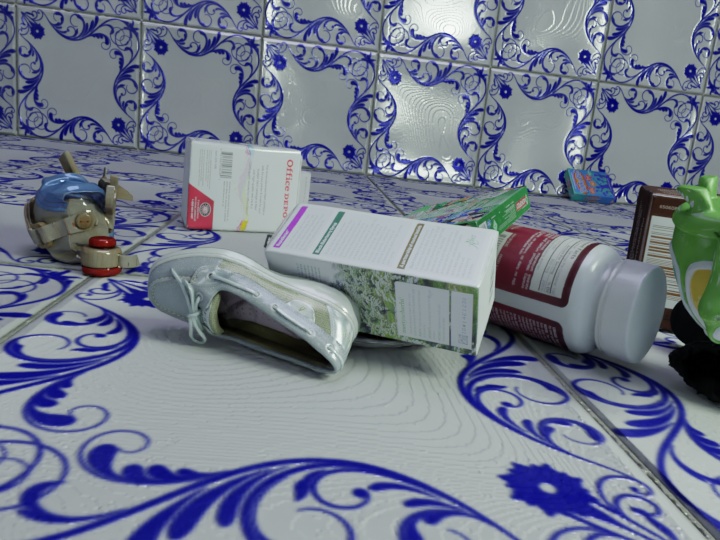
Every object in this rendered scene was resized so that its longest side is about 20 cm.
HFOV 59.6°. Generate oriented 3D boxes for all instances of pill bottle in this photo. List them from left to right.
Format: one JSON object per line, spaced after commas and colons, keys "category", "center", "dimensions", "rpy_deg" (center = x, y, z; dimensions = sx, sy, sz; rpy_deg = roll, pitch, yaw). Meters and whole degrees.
{"category": "pill bottle", "center": [0.212, 0.020, 0.676], "dimensions": [0.112, 0.118, 0.197], "rpy_deg": [-6, 18, -44]}

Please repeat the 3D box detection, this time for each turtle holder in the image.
{"category": "turtle holder", "center": [0.338, -0.003, 0.530], "dimensions": [0.137, 0.136, 0.186], "rpy_deg": [1, 16, 12]}

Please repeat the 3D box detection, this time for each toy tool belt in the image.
{"category": "toy tool belt", "center": [-0.347, -0.077, 0.784], "dimensions": [0.123, 0.127, 0.198], "rpy_deg": [-4, 17, -39]}

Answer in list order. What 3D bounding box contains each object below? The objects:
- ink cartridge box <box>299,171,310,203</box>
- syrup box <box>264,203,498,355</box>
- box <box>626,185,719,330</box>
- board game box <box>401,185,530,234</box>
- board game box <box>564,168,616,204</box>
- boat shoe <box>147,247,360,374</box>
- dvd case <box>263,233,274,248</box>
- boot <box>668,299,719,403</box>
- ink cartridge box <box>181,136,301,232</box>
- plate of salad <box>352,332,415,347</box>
{"category": "ink cartridge box", "center": [-0.213, -0.183, 1.405], "dimensions": [0.142, 0.087, 0.200], "rpy_deg": [11, 14, 16]}
{"category": "syrup box", "center": [0.019, 0.004, 0.567], "dimensions": [0.195, 0.080, 0.082], "rpy_deg": [10, 42, 20]}
{"category": "box", "center": [0.450, -0.017, 0.841], "dimensions": [0.160, 0.171, 0.199], "rpy_deg": [10, 14, 19]}
{"category": "board game box", "center": [0.095, -0.050, 0.677], "dimensions": [0.132, 0.030, 0.199], "rpy_deg": [-10, 11, 31]}
{"category": "board game box", "center": [1.005, -0.370, 2.754], "dimensions": [0.194, 0.045, 0.155], "rpy_deg": [4, 55, -7]}
{"category": "boat shoe", "center": [-0.100, 0.037, 0.543], "dimensions": [0.197, 0.076, 0.065], "rpy_deg": [16, 41, 7]}
{"category": "dvd case", "center": [0.000, 0.000, 0.753], "dimensions": [0.195, 0.023, 0.146], "rpy_deg": [11, -9, 23]}
{"category": "boot", "center": [0.364, 0.079, 0.619], "dimensions": [0.159, 0.076, 0.197], "rpy_deg": [-9, 17, -31]}
{"category": "ink cartridge box", "center": [-0.213, -0.150, 1.117], "dimensions": [0.195, 0.152, 0.085], "rpy_deg": [2, 14, -26]}
{"category": "plate of salad", "center": [0.004, 0.034, 0.661], "dimensions": [0.194, 0.049, 0.200], "rpy_deg": [6, 13, -1]}
